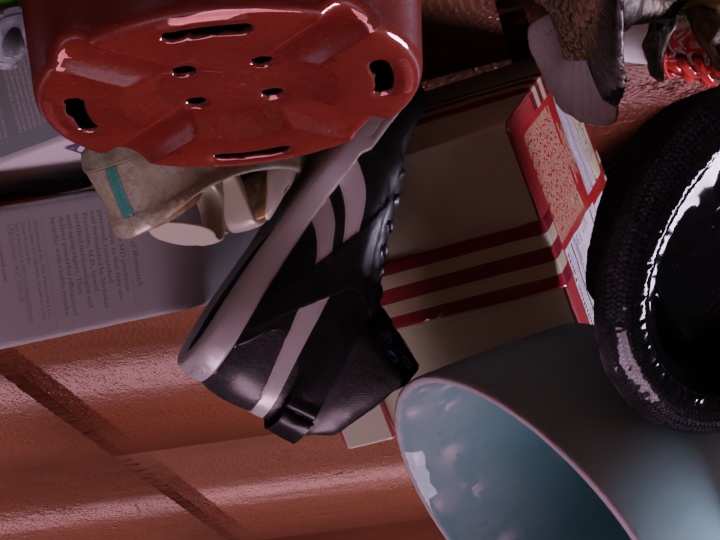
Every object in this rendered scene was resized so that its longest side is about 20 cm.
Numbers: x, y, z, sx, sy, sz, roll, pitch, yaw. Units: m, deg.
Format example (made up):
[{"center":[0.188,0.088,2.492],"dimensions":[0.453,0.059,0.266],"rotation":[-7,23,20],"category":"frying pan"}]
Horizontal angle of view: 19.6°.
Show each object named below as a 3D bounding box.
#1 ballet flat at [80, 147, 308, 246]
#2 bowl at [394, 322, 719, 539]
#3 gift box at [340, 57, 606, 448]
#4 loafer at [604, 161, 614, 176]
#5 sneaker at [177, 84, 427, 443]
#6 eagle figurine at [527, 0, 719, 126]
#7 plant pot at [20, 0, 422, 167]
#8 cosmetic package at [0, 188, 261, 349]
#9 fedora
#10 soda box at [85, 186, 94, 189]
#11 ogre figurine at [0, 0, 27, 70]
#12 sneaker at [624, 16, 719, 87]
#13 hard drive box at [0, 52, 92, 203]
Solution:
[{"center":[-0.077,-0.043,1.051],"dimensions":[0.067,0.063,0.200],"rotation":[-19,176,27],"category":"ballet flat"},{"center":[0.123,0.106,1.087],"dimensions":[0.105,0.201,0.201],"rotation":[-39,173,-23],"category":"bowl"},{"center":[0.051,-0.011,1.246],"dimensions":[0.186,0.185,0.200],"rotation":[-15,-169,21],"category":"gift box"},{"center":[0.168,-0.049,1.427],"dimensions":[0.063,0.072,0.200],"rotation":[28,140,-26],"category":"loafer"},{"center":[0.000,0.000,1.110],"dimensions":[0.112,0.200,0.073],"rotation":[37,169,-13],"category":"sneaker"},{"center":[0.107,-0.153,0.997],"dimensions":[0.151,0.152,0.200],"rotation":[-8,175,38],"category":"eagle figurine"},{"center":[-0.059,-0.156,0.815],"dimensions":[0.199,0.196,0.201],"rotation":[-5,161,-2],"category":"plant pot"},{"center":[-0.147,-0.007,1.114],"dimensions":[0.199,0.072,0.101],"rotation":[-11,-175,-44],"category":"cosmetic package"},{"center":[0.177,-0.023,1.022],"dimensions":[0.200,0.202,0.092],"rotation":[6,-164,-32],"category":"fedora"},{"center":[-0.186,-0.039,1.337],"dimensions":[0.199,0.064,0.068],"rotation":[-18,158,35],"category":"soda box"},{"center":[-0.208,-0.131,0.965],"dimensions":[0.199,0.121,0.098],"rotation":[-12,162,15],"category":"ogre figurine"},{"center":[0.213,-0.116,1.150],"dimensions":[0.200,0.109,0.067],"rotation":[-10,161,14],"category":"sneaker"},{"center":[-0.146,-0.094,1.087],"dimensions":[0.199,0.077,0.156],"rotation":[-17,176,26],"category":"hard drive box"}]
